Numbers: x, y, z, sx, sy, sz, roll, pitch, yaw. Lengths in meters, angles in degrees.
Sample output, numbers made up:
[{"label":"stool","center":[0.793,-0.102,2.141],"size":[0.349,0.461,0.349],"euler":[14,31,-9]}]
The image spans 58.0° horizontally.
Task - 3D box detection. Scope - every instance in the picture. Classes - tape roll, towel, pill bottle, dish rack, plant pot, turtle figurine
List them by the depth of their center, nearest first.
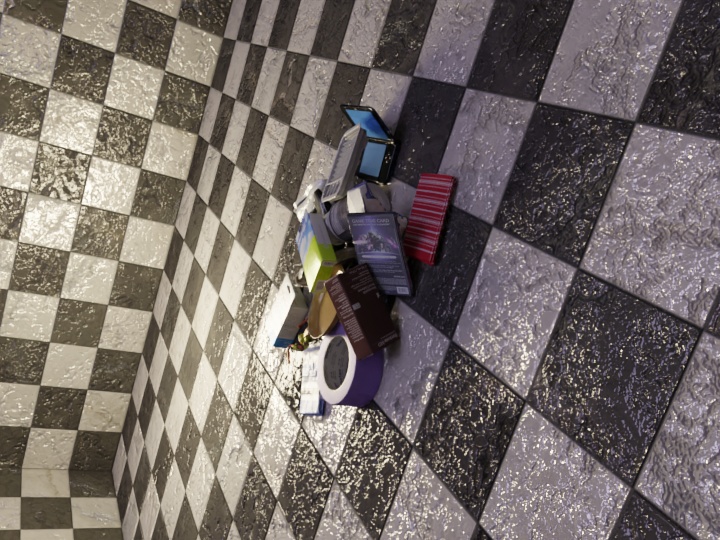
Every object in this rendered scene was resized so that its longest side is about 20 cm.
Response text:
[{"label":"towel","center":[0.156,-0.122,1.509],"size":[0.144,0.022,0.206],"euler":[20,96,62]},{"label":"tape roll","center":[-0.029,0.238,1.643],"size":[0.198,0.083,0.207],"euler":[-26,59,54]},{"label":"dish rack","center":[-0.037,-0.273,1.702],"size":[0.171,0.042,0.206],"euler":[178,111,-72]},{"label":"plant pot","center":[-0.081,0.083,1.705],"size":[0.200,0.027,0.204],"euler":[-47,31,40]},{"label":"pill bottle","center":[-0.017,-0.143,1.721],"size":[0.198,0.111,0.118],"euler":[-26,58,54]},{"label":"turtle figurine","center":[-0.135,0.175,1.850],"size":[0.161,0.064,0.202],"euler":[-43,13,37]},{"label":"towel","center":[-0.137,0.310,1.861],"size":[0.146,0.023,0.207],"euler":[-17,66,58]}]

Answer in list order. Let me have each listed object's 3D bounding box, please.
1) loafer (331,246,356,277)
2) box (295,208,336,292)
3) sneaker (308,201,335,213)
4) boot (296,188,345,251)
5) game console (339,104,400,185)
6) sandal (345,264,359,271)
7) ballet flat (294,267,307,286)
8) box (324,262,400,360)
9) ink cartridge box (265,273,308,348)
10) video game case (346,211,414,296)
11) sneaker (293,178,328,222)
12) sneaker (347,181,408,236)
[{"label":"loafer","center":[-0.070,0.004,1.807],"size":[0.199,0.075,0.070],"euler":[-40,71,40]},{"label":"box","center":[-0.123,-0.055,1.747],"size":[0.203,0.046,0.124],"euler":[-110,33,-41]},{"label":"sneaker","center":[-0.147,-0.120,1.961],"size":[0.074,0.086,0.205],"euler":[45,120,53]},{"label":"boot","center":[-0.133,-0.124,1.867],"size":[0.128,0.067,0.205],"euler":[-25,73,16]},{"label":"game console","center":[0.008,-0.338,1.739],"size":[0.199,0.115,0.176],"euler":[28,104,59]},{"label":"sandal","center":[-0.001,0.001,1.676],"size":[0.075,0.049,0.199],"euler":[-39,18,-25]},{"label":"ballet flat","center":[-0.135,-0.004,1.921],"size":[0.199,0.068,0.072],"euler":[-36,50,49]},{"label":"box","center":[0.003,0.096,1.541],"size":[0.074,0.099,0.205],"euler":[-27,87,51]},{"label":"ink cartridge box","center":[-0.225,0.128,2.027],"size":[0.203,0.065,0.117],"euler":[-63,34,26]},{"label":"video game case","center":[0.046,-0.038,1.529],"size":[0.140,0.019,0.206],"euler":[3,115,41]},{"label":"sneaker","center":[-0.137,-0.210,2.001],"size":[0.200,0.074,0.083],"euler":[-44,56,51]},{"label":"sneaker","center":[0.049,-0.126,1.583],"size":[0.080,0.114,0.204],"euler":[5,120,58]}]
